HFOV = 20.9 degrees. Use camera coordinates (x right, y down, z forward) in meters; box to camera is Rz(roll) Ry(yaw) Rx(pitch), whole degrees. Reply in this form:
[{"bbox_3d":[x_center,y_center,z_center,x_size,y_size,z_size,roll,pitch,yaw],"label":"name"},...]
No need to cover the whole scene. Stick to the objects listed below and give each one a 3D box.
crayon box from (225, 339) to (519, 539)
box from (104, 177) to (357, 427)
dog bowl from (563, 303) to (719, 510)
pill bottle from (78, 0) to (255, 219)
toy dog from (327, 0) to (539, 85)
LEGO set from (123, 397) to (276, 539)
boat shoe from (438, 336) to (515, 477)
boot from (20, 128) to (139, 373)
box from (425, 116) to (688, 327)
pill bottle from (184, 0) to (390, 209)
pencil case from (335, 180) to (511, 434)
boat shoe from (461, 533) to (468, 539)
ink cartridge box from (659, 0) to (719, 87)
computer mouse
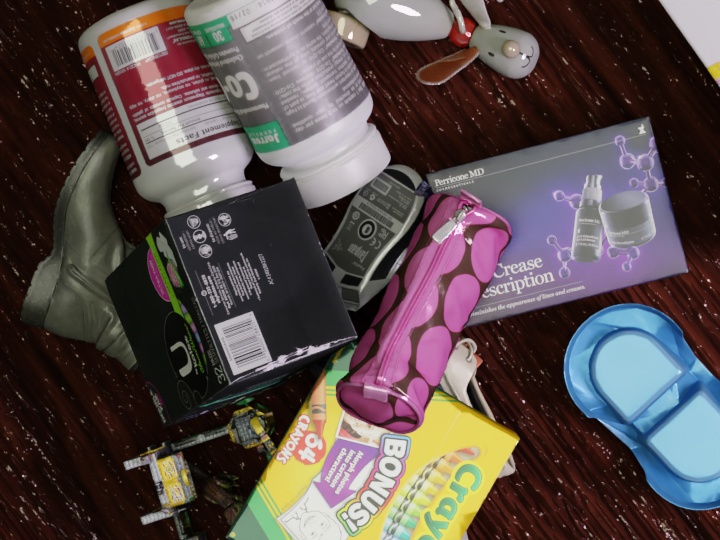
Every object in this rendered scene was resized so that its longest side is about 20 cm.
[{"bbox_3d":[0.011,0.183,1.661,0.172,0.058,0.200,30,90,4],"label":"crayon box"},{"bbox_3d":[-0.113,0.031,1.647,0.124,0.200,0.149,-19,84,-24],"label":"box"},{"bbox_3d":[0.265,0.116,1.709,0.111,0.050,0.200,-43,87,6],"label":"dog bowl"},{"bbox_3d":[-0.163,-0.133,1.726,0.113,0.113,0.200,-22,89,7],"label":"pill bottle"},{"bbox_3d":[0.055,-0.226,1.704,0.200,0.096,0.132,0,92,7],"label":"toy dog"},{"bbox_3d":[-0.124,0.216,1.725,0.153,0.116,0.200,-9,90,7],"label":"LEGO set"},{"bbox_3d":[0.080,0.093,1.718,0.062,0.071,0.200,-14,96,22],"label":"boat shoe"},{"bbox_3d":[-0.215,-0.017,1.766,0.130,0.068,0.200,20,101,2],"label":"boot"},{"bbox_3d":[0.171,-0.041,1.705,0.200,0.079,0.141,-15,87,7],"label":"box"},{"bbox_3d":[-0.059,-0.162,1.691,0.113,0.113,0.200,-26,107,7],"label":"pill bottle"},{"bbox_3d":[0.050,0.032,1.606,0.091,0.094,0.200,24,73,1],"label":"pencil case"},{"bbox_3d":[0.032,0.177,1.727,0.062,0.075,0.200,-29,86,5],"label":"boat shoe"},{"bbox_3d":[0.371,-0.196,1.625,0.146,0.147,0.200,-36,86,23],"label":"ink cartridge box"},{"bbox_3d":[0.000,0.000,1.735,0.110,0.044,0.200,36,93,38],"label":"computer mouse"}]
